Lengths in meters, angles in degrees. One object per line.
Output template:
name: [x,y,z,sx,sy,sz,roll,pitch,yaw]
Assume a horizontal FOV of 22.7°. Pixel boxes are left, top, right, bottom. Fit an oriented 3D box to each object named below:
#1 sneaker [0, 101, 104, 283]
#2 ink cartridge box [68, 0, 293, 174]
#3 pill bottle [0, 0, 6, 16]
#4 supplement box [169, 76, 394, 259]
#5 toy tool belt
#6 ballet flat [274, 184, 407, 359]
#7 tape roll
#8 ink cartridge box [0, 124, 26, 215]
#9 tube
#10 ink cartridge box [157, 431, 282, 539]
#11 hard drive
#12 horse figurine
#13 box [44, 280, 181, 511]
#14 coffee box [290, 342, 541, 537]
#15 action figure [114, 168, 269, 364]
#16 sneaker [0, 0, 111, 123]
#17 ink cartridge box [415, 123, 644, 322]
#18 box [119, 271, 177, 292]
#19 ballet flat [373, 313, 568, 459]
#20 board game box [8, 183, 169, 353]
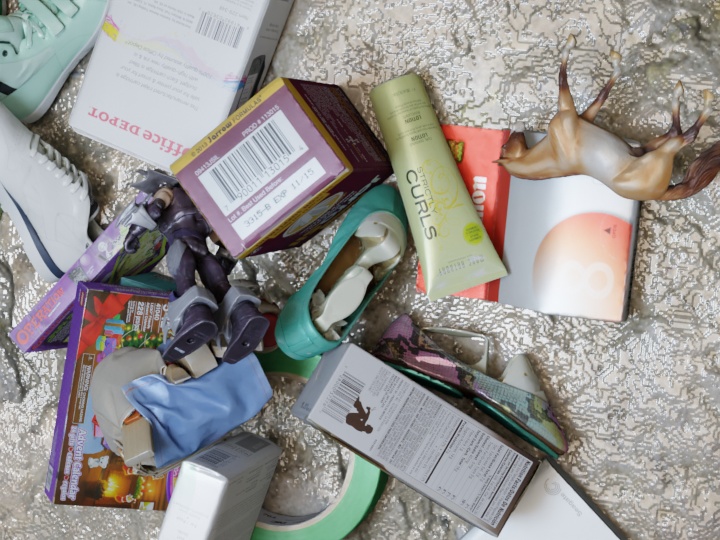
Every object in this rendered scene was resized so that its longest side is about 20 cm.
sneaker: [-0.298,-0.084,1.685,0.080,0.077,0.201,-17,123,15]
ink cartridge box: [-0.164,-0.200,1.661,0.147,0.086,0.201,24,101,11]
pill bottle: [-0.420,-0.250,1.663,0.112,0.200,0.114,1,94,14]
supplement box: [-0.064,-0.090,1.583,0.131,0.200,0.103,-38,85,14]
toy tool belt: [-0.134,0.100,1.564,0.199,0.123,0.125,-32,112,-14]
ballet flat: [0.000,0.000,1.592,0.067,0.200,0.070,49,149,-22]
tape roll: [-0.071,0.166,1.681,0.199,0.048,0.202,1,94,14]
ink cartridge box: [-0.425,-0.070,1.756,0.145,0.048,0.201,20,99,12]
tube: [0.065,-0.077,1.615,0.058,0.052,0.201,-24,80,31]
ink cartridge box: [-0.142,0.253,1.598,0.050,0.161,0.201,23,100,12]
hard drive: [0.146,0.286,1.645,0.200,0.027,0.132,-45,83,13]
horse figurine: [0.223,-0.113,1.541,0.199,0.050,0.133,25,97,14]
box: [-0.203,0.116,1.629,0.136,0.039,0.202,6,99,-23]
coffee box: [0.047,0.146,1.582,0.199,0.113,0.080,32,83,-8]
action figure: [-0.146,-0.011,1.530,0.069,0.129,0.201,-50,41,29]
sneaker: [-0.305,-0.235,1.671,0.074,0.118,0.201,37,102,30]
ink cartridge box: [0.150,-0.046,1.610,0.198,0.050,0.164,7,95,11]
box: [-0.214,0.106,1.696,0.049,0.082,0.202,16,97,13]
ballet flat: [0.109,0.096,1.627,0.199,0.069,0.072,27,80,12]
board game box: [-0.231,-0.002,1.674,0.200,0.120,0.032,-45,83,12]
